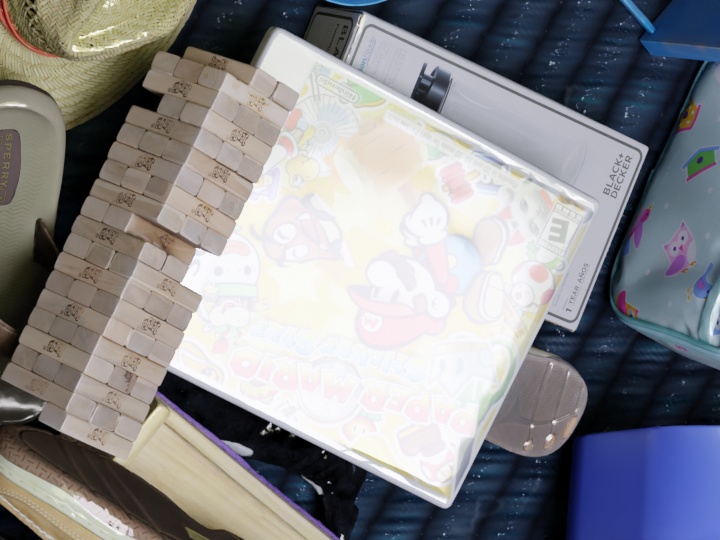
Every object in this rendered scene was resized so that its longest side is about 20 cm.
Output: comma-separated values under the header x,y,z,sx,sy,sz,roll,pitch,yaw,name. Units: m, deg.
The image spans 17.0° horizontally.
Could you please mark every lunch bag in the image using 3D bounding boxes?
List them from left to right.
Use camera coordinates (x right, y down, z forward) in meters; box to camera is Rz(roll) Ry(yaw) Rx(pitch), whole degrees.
x,y,z,sx,sy,sz,roll,pitch,yaw,name
0.234,-0.040,1.360,0.077,0.160,0.201,25,89,-28,lunch bag

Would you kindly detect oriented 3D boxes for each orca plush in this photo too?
x,y,z,sx,sy,sz,roll,pitch,yaw,name
-0.060,0.079,1.288,0.105,0.071,0.200,-42,115,-13,orca plush

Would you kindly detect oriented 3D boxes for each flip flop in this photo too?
x,y,z,sx,sy,sz,roll,pitch,yaw,name
-0.176,0.000,1.201,0.081,0.058,0.201,-7,128,-24,flip flop

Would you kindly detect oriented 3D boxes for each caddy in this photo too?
x,y,z,sx,sy,sz,roll,pitch,yaw,name
0.199,0.147,1.366,0.141,0.200,0.105,7,80,-25,caddy

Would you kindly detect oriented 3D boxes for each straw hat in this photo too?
x,y,z,sx,sy,sz,roll,pitch,yaw,name
-0.128,-0.147,1.175,0.201,0.085,0.202,-20,122,-34,straw hat

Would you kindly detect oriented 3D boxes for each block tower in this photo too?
x,y,z,sx,sy,sz,roll,pitch,yaw,name
-0.106,-0.013,1.185,0.054,0.058,0.201,30,83,-49,block tower

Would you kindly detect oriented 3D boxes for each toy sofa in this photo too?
x,y,z,sx,sy,sz,roll,pitch,yaw,name
-0.078,0.139,1.272,0.200,0.098,0.083,41,89,-26,toy sofa

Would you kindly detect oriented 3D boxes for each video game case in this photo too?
x,y,z,sx,sy,sz,roll,pitch,yaw,name
0.000,0.000,1.248,0.199,0.023,0.183,27,88,-14,video game case

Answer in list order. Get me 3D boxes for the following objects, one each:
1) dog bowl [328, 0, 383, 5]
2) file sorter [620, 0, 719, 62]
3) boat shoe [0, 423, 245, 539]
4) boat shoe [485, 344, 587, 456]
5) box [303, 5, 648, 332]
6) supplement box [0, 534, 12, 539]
x,y,z,sx,sy,sz,roll,pitch,yaw,name
0.027,-0.218,1.286,0.200,0.050,0.112,-29,111,-18,dog bowl
0.223,-0.229,1.332,0.200,0.139,0.123,-48,113,-10,file sorter
-0.113,0.149,1.172,0.200,0.072,0.076,36,101,-27,boat shoe
0.036,0.041,1.330,0.200,0.072,0.076,32,97,-33,boat shoe
0.048,-0.055,1.322,0.199,0.060,0.117,21,90,-28,box
-0.191,0.249,1.240,0.131,0.103,0.201,30,87,-28,supplement box
